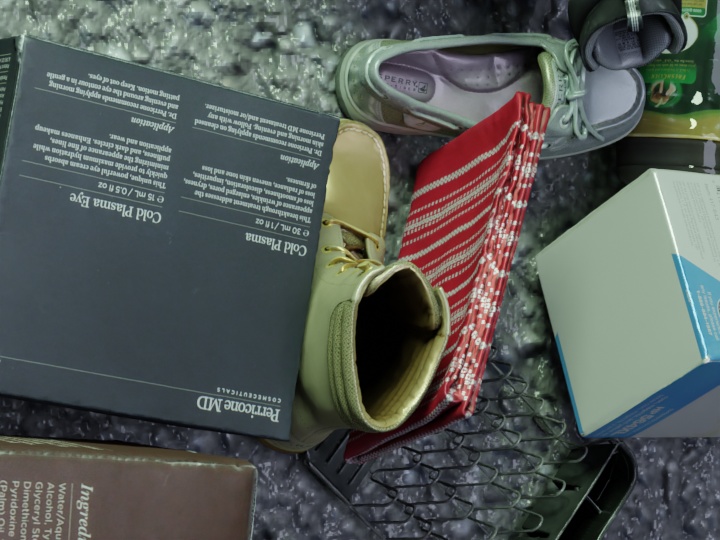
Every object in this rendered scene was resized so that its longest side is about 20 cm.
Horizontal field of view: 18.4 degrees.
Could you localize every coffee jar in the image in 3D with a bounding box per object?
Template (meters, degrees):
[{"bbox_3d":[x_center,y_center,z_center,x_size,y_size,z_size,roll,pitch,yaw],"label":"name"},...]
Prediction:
[{"bbox_3d":[0.219,-0.140,1.430,0.104,0.085,0.202,8,87,-58],"label":"coffee jar"}]

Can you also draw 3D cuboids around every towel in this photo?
[{"bbox_3d":[0.046,0.005,1.275,0.022,0.144,0.202,24,65,-19],"label":"towel"}]

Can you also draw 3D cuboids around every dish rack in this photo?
[{"bbox_3d":[0.064,0.118,1.360,0.200,0.054,0.154,46,66,-24],"label":"dish rack"}]

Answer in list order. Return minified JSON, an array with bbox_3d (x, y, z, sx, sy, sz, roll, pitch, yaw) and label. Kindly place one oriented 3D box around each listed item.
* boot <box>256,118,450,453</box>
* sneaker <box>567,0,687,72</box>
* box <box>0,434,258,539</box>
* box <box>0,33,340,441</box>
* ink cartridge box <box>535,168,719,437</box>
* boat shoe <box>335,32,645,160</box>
[{"bbox_3d":[0.000,0.000,1.252,0.072,0.155,0.202,19,75,-20],"label":"boot"},{"bbox_3d":[0.149,-0.175,1.337,0.075,0.200,0.115,-13,88,5],"label":"sneaker"},{"bbox_3d":[-0.182,0.168,1.136,0.198,0.165,0.166,7,86,-32],"label":"box"},{"bbox_3d":[-0.131,-0.013,1.203,0.199,0.104,0.184,13,83,-32],"label":"box"},{"bbox_3d":[0.235,0.026,1.399,0.199,0.125,0.130,4,62,-35],"label":"ink cartridge box"},{"bbox_3d":[0.087,-0.109,1.344,0.200,0.065,0.075,6,87,-20],"label":"boat shoe"}]
